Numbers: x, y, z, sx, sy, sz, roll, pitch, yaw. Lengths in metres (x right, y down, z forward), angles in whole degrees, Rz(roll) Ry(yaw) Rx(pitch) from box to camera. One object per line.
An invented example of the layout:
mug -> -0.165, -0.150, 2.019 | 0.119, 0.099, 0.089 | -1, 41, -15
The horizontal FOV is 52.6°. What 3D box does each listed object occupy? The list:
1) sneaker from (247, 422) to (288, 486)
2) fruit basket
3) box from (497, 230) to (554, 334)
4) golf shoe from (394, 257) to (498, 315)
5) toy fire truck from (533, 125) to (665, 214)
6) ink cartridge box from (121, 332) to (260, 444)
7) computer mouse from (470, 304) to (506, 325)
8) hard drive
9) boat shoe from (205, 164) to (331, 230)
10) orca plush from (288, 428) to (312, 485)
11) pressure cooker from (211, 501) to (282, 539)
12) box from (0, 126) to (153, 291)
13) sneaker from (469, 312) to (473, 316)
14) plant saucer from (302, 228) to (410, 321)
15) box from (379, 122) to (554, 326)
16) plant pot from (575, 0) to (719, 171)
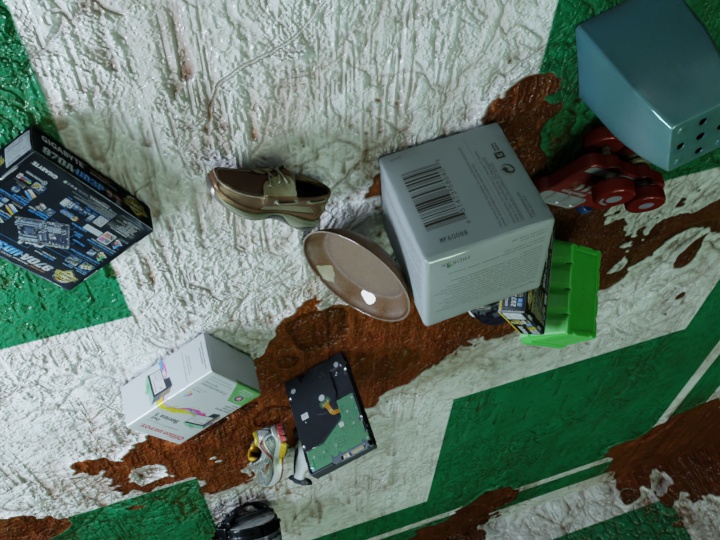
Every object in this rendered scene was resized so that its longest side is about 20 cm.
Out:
sneaker -> -0.213, 0.408, 1.612 | 0.080, 0.079, 0.203 | -4, 132, -18
fruit basket -> 0.346, 0.041, 1.371 | 0.153, 0.218, 0.216 | 10, 135, -37
box -> 0.280, -0.009, 1.215 | 0.048, 0.205, 0.159 | 2, 165, 28
golf shoe -> 0.143, -0.007, 1.197 | 0.078, 0.197, 0.096 | -46, 145, -42
toy fire truck -> 0.397, -0.145, 1.209 | 0.197, 0.115, 0.167 | 6, 160, -34
ink cartridge box -> -0.300, 0.213, 1.289 | 0.198, 0.085, 0.145 | -32, 144, 14
computer mouse -> 0.217, 0.004, 1.263 | 0.200, 0.046, 0.139 | 46, 134, -17
hard drive -> -0.060, 0.278, 1.406 | 0.138, 0.202, 0.038 | -30, 145, 10
boat shoe -> -0.119, -0.112, 0.982 | 0.198, 0.076, 0.072 | 8, 133, -49
orca plush -> -0.099, 0.403, 1.660 | 0.071, 0.103, 0.204 | -38, 142, -57
pressure cooker -> -0.282, 0.693, 1.835 | 0.174, 0.205, 0.176 | -7, 176, -4
box -> -0.383, -0.068, 0.907 | 0.157, 0.047, 0.200 | -32, 144, 13
sneaker -> 0.234, 0.013, 1.348 | 0.071, 0.073, 0.202 | 13, 138, -7
plant saucer -> 0.000, 0.000, 1.129 | 0.037, 0.198, 0.202 | -53, 155, -27
box -> 0.148, -0.067, 1.070 | 0.196, 0.202, 0.173 | -17, 146, -8
plant pot -> 0.402, -0.247, 0.977 | 0.139, 0.202, 0.142 | -25, 146, 4
